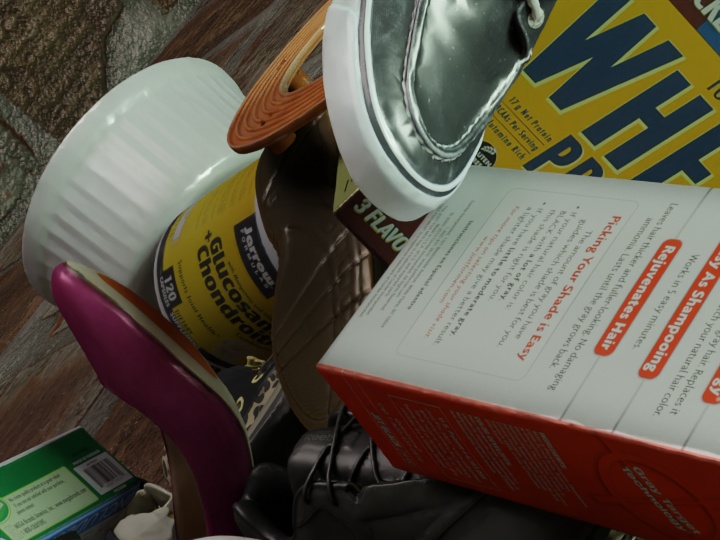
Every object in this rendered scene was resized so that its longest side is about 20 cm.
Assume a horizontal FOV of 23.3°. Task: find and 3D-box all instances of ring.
[{"bbox_3d":[0.017,-0.120,0.790,0.200,0.019,0.201,-40,17,14],"label":"ring"}]

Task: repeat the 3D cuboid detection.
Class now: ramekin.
[{"bbox_3d":[-0.123,-0.034,1.191,0.200,0.097,0.202,-40,-28,-27],"label":"ramekin"}]

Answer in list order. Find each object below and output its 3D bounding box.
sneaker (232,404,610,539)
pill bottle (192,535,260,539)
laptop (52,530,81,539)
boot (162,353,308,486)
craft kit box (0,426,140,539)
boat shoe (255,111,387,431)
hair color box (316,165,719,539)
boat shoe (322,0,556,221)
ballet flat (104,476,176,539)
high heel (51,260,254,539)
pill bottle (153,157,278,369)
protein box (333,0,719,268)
[{"bbox_3d":[0.022,0.087,0.657,0.199,0.091,0.076,-32,20,41],"label":"sneaker"},{"bbox_3d":[-0.064,0.196,0.596,0.104,0.104,0.201,-34,20,40],"label":"pill bottle"},{"bbox_3d":[-0.164,0.223,0.629,0.188,0.116,0.200,-53,-13,21],"label":"laptop"},{"bbox_3d":[-0.026,0.054,0.899,0.204,0.073,0.154,-53,17,-6],"label":"boot"},{"bbox_3d":[-0.200,0.172,0.716,0.198,0.048,0.200,-57,-14,22],"label":"craft kit box"},{"bbox_3d":[0.000,0.000,0.774,0.073,0.064,0.201,-45,34,29],"label":"boat shoe"},{"bbox_3d":[0.090,0.027,0.555,0.199,0.061,0.102,10,55,49],"label":"hair color box"},{"bbox_3d":[0.044,-0.109,0.631,0.067,0.072,0.201,-20,40,42],"label":"boat shoe"},{"bbox_3d":[-0.118,0.151,0.931,0.073,0.073,0.200,-48,13,-3],"label":"ballet flat"},{"bbox_3d":[-0.084,0.090,0.738,0.096,0.200,0.067,-41,20,-2],"label":"high heel"},{"bbox_3d":[-0.032,-0.017,1.027,0.199,0.112,0.112,-29,23,51],"label":"pill bottle"},{"bbox_3d":[0.105,-0.079,0.759,0.198,0.135,0.200,-42,15,16],"label":"protein box"}]
